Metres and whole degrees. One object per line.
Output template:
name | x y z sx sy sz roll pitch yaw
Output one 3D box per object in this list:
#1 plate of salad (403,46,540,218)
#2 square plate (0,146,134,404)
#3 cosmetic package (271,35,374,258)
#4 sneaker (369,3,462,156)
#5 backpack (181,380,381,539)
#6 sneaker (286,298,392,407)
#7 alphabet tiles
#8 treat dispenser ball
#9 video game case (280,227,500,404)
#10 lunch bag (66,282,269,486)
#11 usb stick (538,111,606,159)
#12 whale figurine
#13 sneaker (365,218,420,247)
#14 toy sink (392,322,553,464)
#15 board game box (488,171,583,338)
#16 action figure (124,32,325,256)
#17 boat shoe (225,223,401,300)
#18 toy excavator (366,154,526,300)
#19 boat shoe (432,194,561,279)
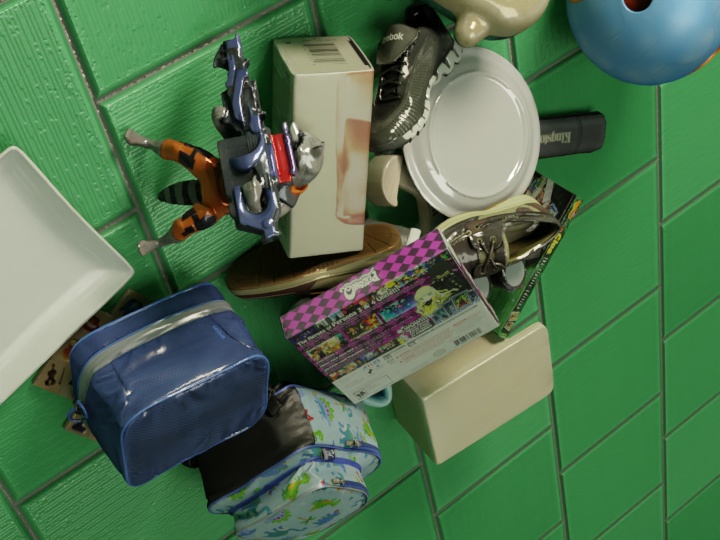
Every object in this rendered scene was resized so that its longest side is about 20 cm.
plate of salad | 0.127 -0.158 1.293 0.197 0.048 0.204 -2 95 -29
square plate | -0.340 0.009 1.039 0.198 0.028 0.201 -44 136 -8
cosmetic package | -0.043 -0.127 1.138 0.086 0.104 0.203 -5 123 -16
sneaker | 0.043 -0.208 1.167 0.091 0.066 0.201 58 46 -34
backpack | -0.073 0.232 1.305 0.182 0.149 0.199 -35 154 26
sneaker | -0.015 0.102 1.335 0.074 0.082 0.200 -50 137 -3
alphabet tiles | -0.250 0.112 1.198 0.168 0.008 0.199 -54 137 2
treat dispenser ball | 0.338 -0.318 1.279 0.199 0.200 0.204 -21 129 -29
video game case | 0.037 0.057 1.221 0.198 0.036 0.181 -30 142 10
lunch bag | -0.206 0.113 1.138 0.198 0.133 0.137 -24 146 -28
usb stick | 0.240 -0.170 1.413 0.198 0.032 0.056 -11 119 -35
whale figurine | 0.102 -0.309 1.170 0.197 0.104 0.162 -1 84 -18
sneaker | 0.000 0.000 1.303 0.201 0.098 0.071 112 0 -55
toy sink | 0.142 0.135 1.471 0.198 0.112 0.132 -29 132 -16
board game box | 0.196 -0.026 1.418 0.023 0.105 0.202 17 106 -48
action figure | -0.125 -0.112 1.056 0.105 0.190 0.204 40 45 -73
boat shoe | -0.046 0.007 1.208 0.197 0.073 0.073 -14 129 3
toy excavator | 0.094 -0.055 1.329 0.193 0.099 0.203 -22 107 -37
boat shoe | 0.146 -0.031 1.263 0.198 0.064 0.074 -29 124 -27
